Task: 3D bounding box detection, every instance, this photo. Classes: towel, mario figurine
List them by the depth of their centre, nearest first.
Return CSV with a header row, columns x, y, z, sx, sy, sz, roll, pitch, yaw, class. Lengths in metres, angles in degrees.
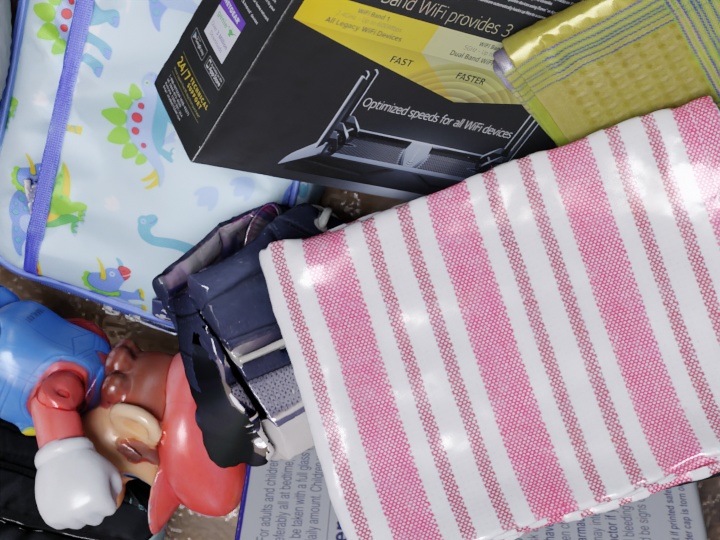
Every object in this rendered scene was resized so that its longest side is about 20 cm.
x,y,z,sx,sy,sz,roll,pitch,yaw,class
0.072,0.025,0.614,0.200,0.030,0.146,-19,76,-2,towel
0.162,-0.095,0.636,0.200,0.023,0.144,-27,142,16,towel
-0.147,0.065,0.714,0.200,0.123,0.106,28,141,0,mario figurine

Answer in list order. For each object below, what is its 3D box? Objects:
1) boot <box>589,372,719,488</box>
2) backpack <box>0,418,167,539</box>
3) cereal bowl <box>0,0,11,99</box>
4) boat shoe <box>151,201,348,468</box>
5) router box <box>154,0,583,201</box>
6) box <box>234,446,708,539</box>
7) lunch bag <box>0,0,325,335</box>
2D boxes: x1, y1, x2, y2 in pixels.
x,y,z,sx,sy,sz,roll,pitch,yaw,class
0.188,0.071,0.651,0.200,0.165,0.066,-3,142,-18,boot
-0.195,0.126,0.782,0.200,0.167,0.127,12,125,-2,backpack
-0.238,-0.110,0.726,0.200,0.083,0.200,0,90,29,cereal bowl
0.000,0.000,0.691,0.075,0.200,0.093,-3,114,50,boat shoe
0.039,-0.102,0.640,0.200,0.052,0.157,8,130,-39,router box
0.047,0.128,0.700,0.200,0.184,0.105,2,125,2,box
-0.091,-0.077,0.733,0.161,0.082,0.200,19,108,6,lunch bag
